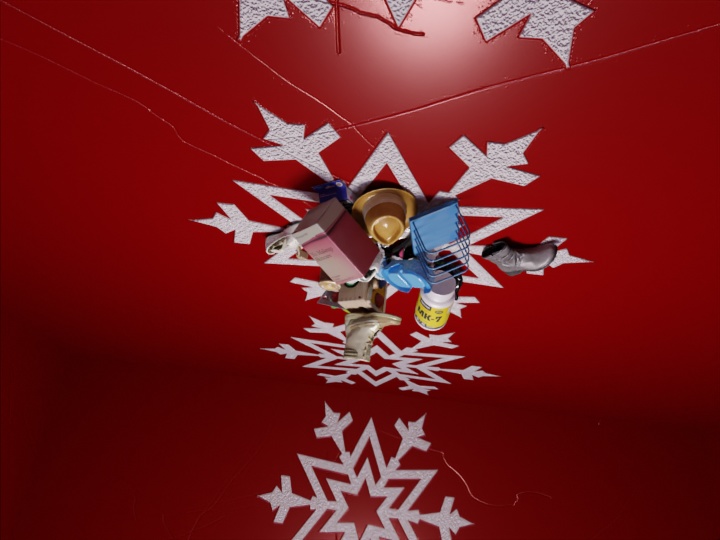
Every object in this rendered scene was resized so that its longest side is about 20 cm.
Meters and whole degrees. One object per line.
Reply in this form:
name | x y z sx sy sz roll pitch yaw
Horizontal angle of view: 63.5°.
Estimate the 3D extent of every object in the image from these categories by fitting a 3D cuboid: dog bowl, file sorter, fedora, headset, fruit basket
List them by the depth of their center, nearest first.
fedora | 0.068 -0.132 1.560 0.197 0.083 0.202 -3 145 -2
file sorter | 0.223 -0.071 1.589 0.137 0.124 0.201 -22 153 -1
dog bowl | 0.147 0.015 1.760 0.111 0.050 0.199 45 158 -25
headset | 0.287 0.026 1.926 0.122 0.095 0.201 -4 138 32
fruit basket | -0.048 0.120 2.104 0.197 0.095 0.185 6 -167 5

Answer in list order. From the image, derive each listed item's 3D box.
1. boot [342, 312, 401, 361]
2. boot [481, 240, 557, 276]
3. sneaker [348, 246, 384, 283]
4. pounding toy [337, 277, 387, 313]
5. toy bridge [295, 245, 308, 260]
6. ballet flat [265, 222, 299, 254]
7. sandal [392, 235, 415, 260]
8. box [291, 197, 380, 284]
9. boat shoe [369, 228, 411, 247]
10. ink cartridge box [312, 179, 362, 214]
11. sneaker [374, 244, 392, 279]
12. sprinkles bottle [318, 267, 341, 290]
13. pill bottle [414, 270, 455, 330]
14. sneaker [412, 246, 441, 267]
boot | 0.036 0.215 1.868 0.197 0.157 0.072 -3 163 24
boot | 0.460 -0.047 1.699 0.131 0.071 0.199 29 144 -29
sneaker | 0.000 0.000 1.762 0.070 0.081 0.200 23 146 -21
pounding toy | 0.018 0.062 1.912 0.140 0.187 0.200 -6 152 27
toy bridge | -0.166 -0.082 1.847 0.067 0.028 0.200 21 152 -22
ballet flat | -0.225 -0.091 1.798 0.198 0.070 0.069 -17 146 41
sandal | 0.146 -0.060 1.737 0.074 0.046 0.200 -12 170 -14
box | -0.066 -0.076 1.572 0.200 0.110 0.127 48 144 -21
boat shoe | 0.066 -0.098 1.690 0.197 0.071 0.071 0 156 10
ink cartridge box | -0.042 -0.176 1.603 0.094 0.038 0.200 -9 149 32
sneaker | 0.067 -0.033 1.827 0.089 0.079 0.200 -13 149 31
sprinkles bottle | -0.077 -0.045 1.691 0.067 0.203 0.068 6 156 3
pill bottle | 0.240 0.095 1.860 0.112 0.116 0.201 7 144 1
sneaker | 0.192 -0.016 1.798 0.074 0.082 0.201 19 151 6
